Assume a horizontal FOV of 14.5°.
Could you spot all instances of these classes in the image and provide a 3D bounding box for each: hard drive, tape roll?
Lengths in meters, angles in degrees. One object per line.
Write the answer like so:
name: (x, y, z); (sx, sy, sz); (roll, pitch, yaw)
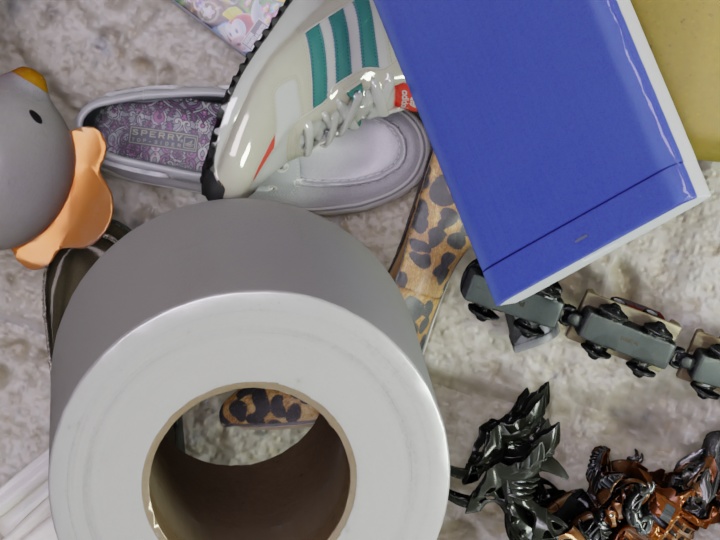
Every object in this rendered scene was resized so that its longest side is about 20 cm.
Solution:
hard drive: (0.083, -0.101, 1.417); (0.132, 0.025, 0.201); (-30, 76, 36)
tape roll: (-0.060, 0.080, 1.442); (0.201, 0.139, 0.204); (-2, 110, -5)

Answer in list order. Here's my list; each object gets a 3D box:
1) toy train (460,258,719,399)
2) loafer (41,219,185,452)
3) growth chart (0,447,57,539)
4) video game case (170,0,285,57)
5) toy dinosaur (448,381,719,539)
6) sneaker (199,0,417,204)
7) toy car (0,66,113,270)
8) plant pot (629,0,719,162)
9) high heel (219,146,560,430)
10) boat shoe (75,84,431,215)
toy train: (0.145, 0.035, 1.529); (0.199, 0.046, 0.034); (19, 105, -12)
loafer: (-0.133, 0.067, 1.562); (0.075, 0.070, 0.201); (-13, 87, 5)
growth chart: (-0.133, 0.184, 1.603); (0.144, 0.018, 0.201); (-30, 86, 6)
video game case: (-0.078, -0.220, 1.594); (0.200, 0.018, 0.144); (37, 95, 7)
toy dinosaur: (0.113, 0.145, 1.536); (0.200, 0.102, 0.136); (-38, 102, -15)
sneaker: (-0.007, -0.104, 1.511); (0.093, 0.070, 0.200); (30, 63, 4)
toy car: (-0.216, -0.088, 1.537); (0.199, 0.184, 0.178); (27, 93, -1)
plant pot: (0.182, -0.148, 1.470); (0.198, 0.195, 0.196); (-1, 93, 11)
high heel: (0.000, 0.000, 1.542); (0.199, 0.071, 0.143); (-20, 105, -7)
boat shoe: (-0.061, -0.074, 1.566); (0.199, 0.069, 0.073); (11, 92, 8)
